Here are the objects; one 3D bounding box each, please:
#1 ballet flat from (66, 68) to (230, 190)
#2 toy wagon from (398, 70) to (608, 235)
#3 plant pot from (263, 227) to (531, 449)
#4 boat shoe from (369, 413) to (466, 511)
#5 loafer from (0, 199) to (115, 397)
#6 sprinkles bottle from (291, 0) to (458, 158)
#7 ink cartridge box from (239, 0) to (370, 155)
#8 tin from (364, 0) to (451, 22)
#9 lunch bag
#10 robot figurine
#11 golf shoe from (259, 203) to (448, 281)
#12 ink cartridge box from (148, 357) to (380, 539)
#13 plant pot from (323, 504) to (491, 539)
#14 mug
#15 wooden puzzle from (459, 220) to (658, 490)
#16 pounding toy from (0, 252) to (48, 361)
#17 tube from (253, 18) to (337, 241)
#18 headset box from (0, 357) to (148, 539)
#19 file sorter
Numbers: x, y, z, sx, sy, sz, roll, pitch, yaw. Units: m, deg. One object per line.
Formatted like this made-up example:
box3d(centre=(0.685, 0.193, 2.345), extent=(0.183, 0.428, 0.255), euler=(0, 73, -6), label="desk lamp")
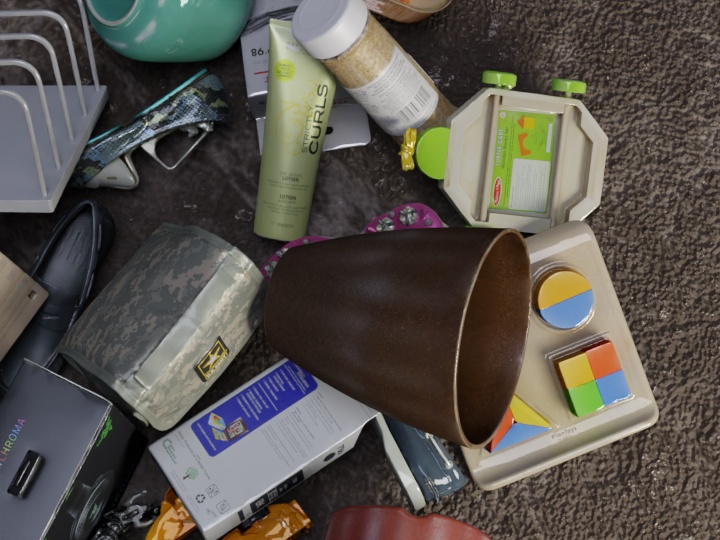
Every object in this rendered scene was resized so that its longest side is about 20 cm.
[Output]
box3d(centre=(-0.211, -0.116, 1.781), extent=(0.199, 0.074, 0.075), euler=(-31, 76, -1), label="ballet flat")
box3d(centre=(0.130, -0.105, 1.733), extent=(0.198, 0.040, 0.157), euler=(6, 95, -12), label="toy wagon")
box3d(centre=(0.024, 0.042, 1.608), extent=(0.198, 0.187, 0.189), euler=(10, 76, 22), label="plant pot")
box3d(centre=(0.033, 0.117, 1.698), extent=(0.061, 0.075, 0.201), euler=(-23, 66, -6), label="boat shoe")
box3d(centre=(-0.289, 0.026, 1.744), extent=(0.067, 0.070, 0.202), euler=(22, 78, 7), label="loafer")
box3d(centre=(0.018, -0.178, 1.714), extent=(0.068, 0.200, 0.069), euler=(-22, 47, 25), label="sprinkles bottle")
box3d(centre=(-0.057, -0.218, 1.794), extent=(0.114, 0.067, 0.202), euler=(-8, 75, 0), label="ink cartridge box")
box3d(centre=(0.006, -0.304, 1.773), extent=(0.198, 0.042, 0.113), euler=(18, 59, -32), label="tin")
box3d(centre=(-0.168, 0.050, 1.657), extent=(0.117, 0.200, 0.164), euler=(43, 80, -15), label="lunch bag")
box3d(centre=(-0.149, 0.251, 1.686), extent=(0.199, 0.058, 0.146), euler=(-35, 76, -6), label="robot figurine")
box3d(centre=(0.000, 0.000, 1.737), extent=(0.198, 0.091, 0.076), euler=(-16, 73, 23), label="golf shoe")
box3d(centre=(-0.080, 0.146, 1.668), extent=(0.199, 0.039, 0.100), euler=(-32, 66, -10), label="ink cartridge box")
box3d(centre=(0.029, 0.316, 1.601), extent=(0.198, 0.201, 0.197), euler=(8, 68, 5), label="plant pot")
box3d(centre=(-0.201, -0.268, 1.765), extent=(0.184, 0.114, 0.154), euler=(-22, 80, 42), label="mug")
box3d(centre=(0.157, 0.076, 1.700), extent=(0.183, 0.046, 0.202), euler=(-21, 89, -2), label="wooden puzzle")
box3d(centre=(-0.384, 0.062, 1.699), extent=(0.199, 0.142, 0.185), euler=(27, 77, 41), label="pounding toy")
box3d(centre=(-0.062, -0.129, 1.739), extent=(0.052, 0.058, 0.202), euler=(19, 105, 38), label="tube")
box3d(centre=(-0.278, 0.187, 1.637), extent=(0.092, 0.200, 0.175), euler=(25, 78, 10), label="headset box")
box3d(centre=(-0.330, -0.160, 1.710), extent=(0.137, 0.126, 0.201), euler=(0, 36, 10), label="file sorter")
